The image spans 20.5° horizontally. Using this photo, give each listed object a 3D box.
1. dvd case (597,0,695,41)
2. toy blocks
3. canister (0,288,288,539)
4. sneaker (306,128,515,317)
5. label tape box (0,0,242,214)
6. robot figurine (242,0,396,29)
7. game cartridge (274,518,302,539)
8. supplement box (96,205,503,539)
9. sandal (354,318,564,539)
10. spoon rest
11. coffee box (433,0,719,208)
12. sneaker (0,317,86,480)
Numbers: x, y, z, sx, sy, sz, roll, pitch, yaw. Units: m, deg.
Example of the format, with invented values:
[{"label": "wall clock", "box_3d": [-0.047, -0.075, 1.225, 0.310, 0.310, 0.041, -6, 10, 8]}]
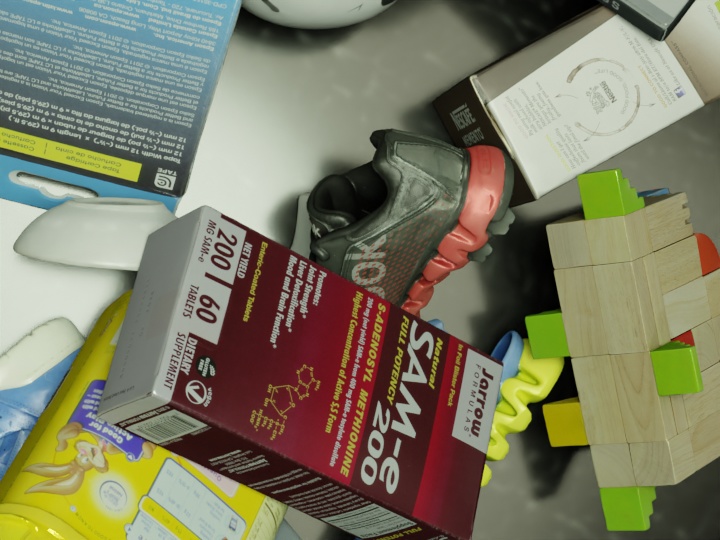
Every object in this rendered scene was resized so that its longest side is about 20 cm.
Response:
[{"label": "dvd case", "box_3d": [0.164, -0.242, 1.106, 0.150, 0.025, 0.200, 36, 75, 10]}, {"label": "toy blocks", "box_3d": [0.175, 0.031, 1.139, 0.137, 0.100, 0.200, -21, 101, -52]}, {"label": "canister", "box_3d": [-0.111, 0.120, 1.028, 0.148, 0.087, 0.200, 42, 42, -15]}, {"label": "sneaker", "box_3d": [0.000, 0.000, 1.104, 0.098, 0.071, 0.201, 23, 122, -19]}, {"label": "label tape box", "box_3d": [-0.149, -0.117, 1.088, 0.143, 0.200, 0.066, 14, 49, -8]}, {"label": "robot figurine", "box_3d": [-0.023, -0.236, 1.111, 0.150, 0.125, 0.200, 2, 88, -3]}, {"label": "game cartridge", "box_3d": [-0.075, 0.195, 1.066, 0.133, 0.200, 0.042, -41, 120, -5]}, {"label": "supplement box", "box_3d": [-0.026, 0.061, 1.024, 0.200, 0.061, 0.109, 28, 60, -28]}, {"label": "sandal", "box_3d": [0.032, 0.108, 1.145, 0.087, 0.079, 0.200, 33, 76, -4]}, {"label": "spoon rest", "box_3d": [-0.096, -0.010, 1.094, 0.200, 0.099, 0.061, -4, 99, -39]}, {"label": "coffee box", "box_3d": [0.153, -0.117, 1.145, 0.200, 0.113, 0.080, -29, 93, -9]}, {"label": "sneaker", "box_3d": [-0.207, 0.129, 1.100, 0.200, 0.077, 0.111, -40, 86, -14]}]
